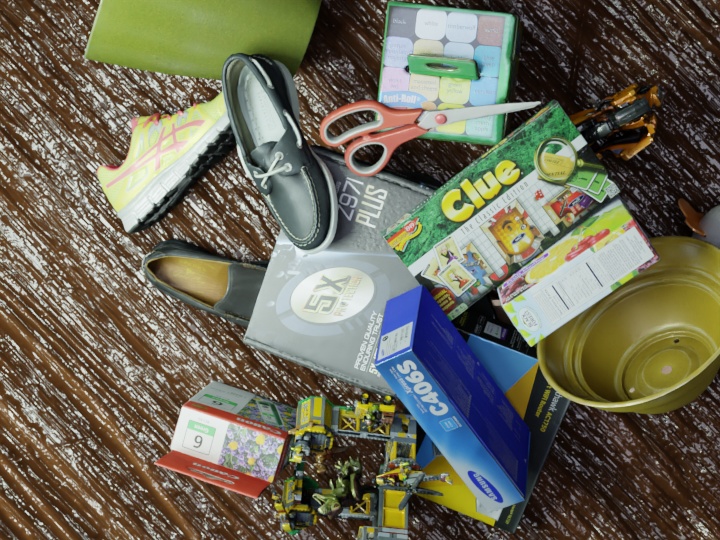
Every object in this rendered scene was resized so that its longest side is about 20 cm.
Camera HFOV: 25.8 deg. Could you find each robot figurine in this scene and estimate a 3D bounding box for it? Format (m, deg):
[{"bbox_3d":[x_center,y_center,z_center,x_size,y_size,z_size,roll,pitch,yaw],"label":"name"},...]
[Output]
[{"bbox_3d":[0.202,-0.117,1.507,0.199,0.145,0.058,-26,97,18],"label":"robot figurine"}]

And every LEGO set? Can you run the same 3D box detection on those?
[{"bbox_3d":[-0.010,0.220,1.496,0.153,0.116,0.201,12,137,-10],"label":"LEGO set"}]

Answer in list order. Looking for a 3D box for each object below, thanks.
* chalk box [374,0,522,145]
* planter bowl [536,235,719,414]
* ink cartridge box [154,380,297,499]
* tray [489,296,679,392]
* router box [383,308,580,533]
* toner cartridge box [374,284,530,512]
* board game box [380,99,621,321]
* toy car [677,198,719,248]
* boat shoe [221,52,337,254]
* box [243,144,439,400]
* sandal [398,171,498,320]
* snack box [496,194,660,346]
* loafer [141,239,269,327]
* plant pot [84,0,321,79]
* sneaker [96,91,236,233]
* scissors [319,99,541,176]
[{"bbox_3d":[0.084,-0.182,1.481,0.124,0.200,0.125,8,97,8],"label":"chalk box"},{"bbox_3d":[0.270,0.069,1.447,0.200,0.201,0.084,-30,126,9],"label":"planter bowl"},{"bbox_3d":[-0.123,0.163,1.541,0.108,0.200,0.051,18,98,6],"label":"ink cartridge box"},{"bbox_3d":[0.224,0.073,1.569,0.198,0.037,0.099,-2,95,9],"label":"tray"},{"bbox_3d":[0.118,0.145,1.548,0.148,0.051,0.201,21,120,5],"label":"router box"},{"bbox_3d":[0.087,0.118,1.437,0.043,0.095,0.200,-23,119,26],"label":"toner cartridge box"},{"bbox_3d":[0.128,-0.053,1.433,0.200,0.023,0.105,-38,101,6],"label":"board game box"},{"bbox_3d":[0.375,-0.003,1.484,0.199,0.177,0.185,34,111,16],"label":"toy car"},{"bbox_3d":[-0.081,-0.108,1.452,0.075,0.060,0.201,-33,68,26],"label":"boat shoe"},{"bbox_3d":[0.000,0.000,1.511,0.163,0.086,0.201,21,97,7],"label":"box"},{"bbox_3d":[0.077,-0.013,1.559,0.075,0.045,0.201,-30,75,18],"label":"sandal"},{"bbox_3d":[0.194,-0.016,1.479,0.142,0.200,0.053,-34,103,10],"label":"snack box"},{"bbox_3d":[-0.128,0.022,1.594,0.199,0.072,0.073,13,96,6],"label":"loafer"},{"bbox_3d":[-0.145,-0.264,1.531,0.199,0.187,0.188,18,98,-11],"label":"plant pot"},{"bbox_3d":[-0.189,-0.133,1.588,0.200,0.078,0.090,-43,82,8],"label":"sneaker"},{"bbox_3d":[0.058,-0.140,1.411,0.199,0.014,0.073,-20,116,24],"label":"scissors"}]
